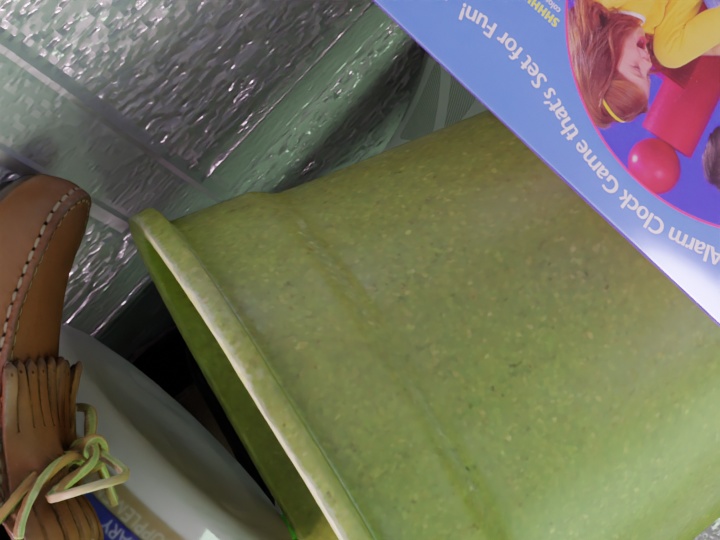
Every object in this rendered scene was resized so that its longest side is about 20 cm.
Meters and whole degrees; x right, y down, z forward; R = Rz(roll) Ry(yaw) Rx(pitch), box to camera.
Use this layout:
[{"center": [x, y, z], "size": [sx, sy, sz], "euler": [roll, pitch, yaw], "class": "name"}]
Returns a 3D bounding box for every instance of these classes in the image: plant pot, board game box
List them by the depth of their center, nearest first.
[{"center": [0.081, -0.093, 0.641], "size": [0.045, 0.200, 0.135], "euler": [-27, 157, -53], "class": "board game box"}, {"center": [0.056, 0.025, 0.748], "size": [0.184, 0.201, 0.200], "euler": [-30, 164, -7], "class": "plant pot"}]

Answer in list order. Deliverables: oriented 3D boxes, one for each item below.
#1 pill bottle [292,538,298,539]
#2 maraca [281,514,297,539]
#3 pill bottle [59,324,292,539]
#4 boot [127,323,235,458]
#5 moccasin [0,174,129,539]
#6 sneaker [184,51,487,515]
[{"center": [-0.022, 0.157, 0.886], "size": [0.199, 0.113, 0.112], "euler": [-12, 178, 22], "class": "pill bottle"}, {"center": [0.011, 0.105, 1.142], "size": [0.107, 0.137, 0.200], "euler": [-70, 167, 13], "class": "maraca"}, {"center": [-0.129, 0.128, 0.815], "size": [0.200, 0.120, 0.120], "euler": [-47, 166, 4], "class": "pill bottle"}, {"center": [-0.120, 0.116, 0.964], "size": [0.200, 0.072, 0.167], "euler": [-41, 153, -14], "class": "boot"}, {"center": [-0.103, 0.072, 0.692], "size": [0.074, 0.077, 0.202], "euler": [70, 30, -75], "class": "moccasin"}, {"center": [0.000, 0.000, 0.887], "size": [0.115, 0.076, 0.202], "euler": [7, 94, -26], "class": "sneaker"}]
